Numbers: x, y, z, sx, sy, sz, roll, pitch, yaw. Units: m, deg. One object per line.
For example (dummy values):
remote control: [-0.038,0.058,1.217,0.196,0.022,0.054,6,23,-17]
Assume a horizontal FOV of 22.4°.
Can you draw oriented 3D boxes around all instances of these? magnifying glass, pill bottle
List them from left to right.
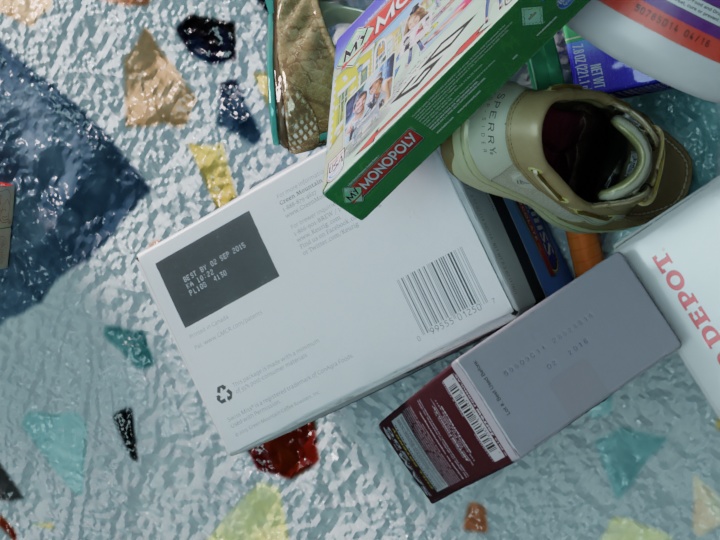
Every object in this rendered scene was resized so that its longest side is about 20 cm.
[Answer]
magnifying glass: [0.117,-0.060,1.041,0.022,0.080,0.202,-15,103,5]
pill bottle: [0.182,-0.192,0.888,0.112,0.112,0.201,31,107,15]

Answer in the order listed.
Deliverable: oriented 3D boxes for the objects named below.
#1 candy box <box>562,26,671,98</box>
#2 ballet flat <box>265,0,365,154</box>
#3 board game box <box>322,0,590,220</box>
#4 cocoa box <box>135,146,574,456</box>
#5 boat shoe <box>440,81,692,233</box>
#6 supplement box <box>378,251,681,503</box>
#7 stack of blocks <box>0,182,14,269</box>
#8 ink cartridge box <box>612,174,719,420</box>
candy box: [0.202,-0.193,0.982,0.198,0.077,0.171,-11,92,21]
ballet flat: [-0.027,-0.153,1.060,0.065,0.071,0.202,-5,60,-3]
board game box: [0.054,-0.132,0.905,0.029,0.135,0.200,31,126,-23]
cocoa box: [0.000,0.000,1.055,0.199,0.131,0.134,-28,85,22]
boat shoe: [0.125,-0.057,0.963,0.066,0.199,0.075,8,92,42]
supplement box: [0.085,0.064,0.983,0.108,0.200,0.061,-32,85,-15]
stack of blocks: [-0.343,-0.040,1.193,0.198,0.115,0.059,11,101,19]
ink cartridge box: [0.262,-0.011,0.944,0.199,0.146,0.147,-34,85,21]
